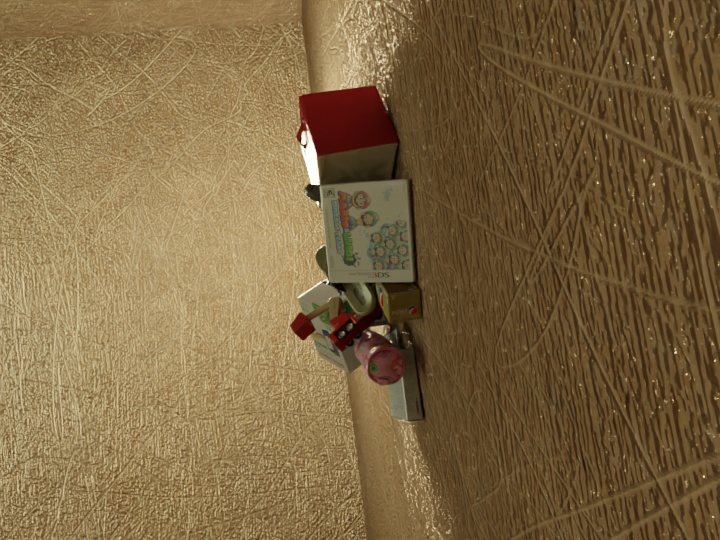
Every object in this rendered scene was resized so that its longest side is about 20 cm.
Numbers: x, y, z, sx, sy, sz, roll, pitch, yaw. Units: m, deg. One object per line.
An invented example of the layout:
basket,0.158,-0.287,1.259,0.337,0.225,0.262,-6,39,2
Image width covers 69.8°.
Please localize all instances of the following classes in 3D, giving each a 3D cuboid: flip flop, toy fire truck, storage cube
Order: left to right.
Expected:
toy fire truck,-0.052,0.108,1.194,0.141,0.200,0.049,43,173,39
flip flop,-0.038,0.017,1.142,0.057,0.081,0.200,10,-141,-55
storage cube,-0.031,-0.268,1.130,0.171,0.198,0.181,95,160,-58

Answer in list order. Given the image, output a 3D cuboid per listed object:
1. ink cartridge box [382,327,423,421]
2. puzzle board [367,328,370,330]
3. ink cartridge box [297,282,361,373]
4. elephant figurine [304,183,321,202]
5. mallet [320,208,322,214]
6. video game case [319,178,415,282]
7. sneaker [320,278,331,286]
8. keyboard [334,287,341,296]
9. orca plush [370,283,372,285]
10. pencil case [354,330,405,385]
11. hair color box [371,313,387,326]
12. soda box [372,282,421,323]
ink cartridge box,0.095,0.242,1.203,0.196,0.043,0.202,118,148,-76
puzzle board,0.016,0.182,1.428,0.201,0.017,0.151,89,166,-51
ink cartridge box,-0.067,0.150,1.354,0.145,0.087,0.201,20,136,49
elephant figurine,-0.015,-0.103,1.115,0.142,0.198,0.157,124,139,-79
mallet,-0.028,-0.132,1.377,0.041,0.199,0.066,-21,52,38
video game case,0.014,-0.074,1.024,0.024,0.181,0.202,-38,-55,-67
sneaker,-0.062,0.078,1.434,0.200,0.087,0.074,-121,22,-53
keyboard,-0.050,-0.031,1.270,0.056,0.011,0.201,54,-149,-42
orca plush,0.000,0.000,1.233,0.105,0.071,0.201,24,148,57
pencil case,0.038,0.188,1.121,0.200,0.087,0.088,-164,67,-80
hair color box,0.030,0.047,1.457,0.099,0.060,0.201,90,171,-51
soda box,0.071,0.041,1.093,0.200,0.067,0.065,-117,21,-71
